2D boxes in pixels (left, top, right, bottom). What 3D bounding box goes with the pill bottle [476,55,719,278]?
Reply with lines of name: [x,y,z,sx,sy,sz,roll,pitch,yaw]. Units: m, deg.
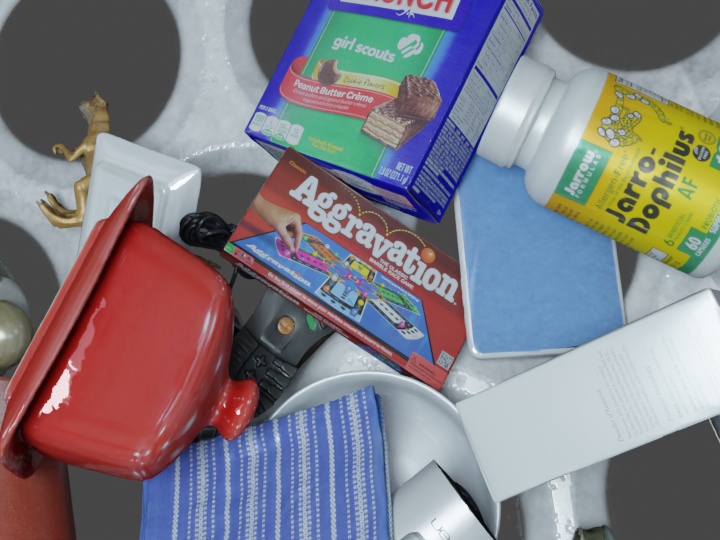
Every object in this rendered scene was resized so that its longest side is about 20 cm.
pill bottle: [0.195,-0.085,0.798,0.199,0.113,0.113,26,84,5]

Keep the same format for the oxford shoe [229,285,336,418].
oxford shoe: [-0.056,0.039,0.846,0.073,0.084,0.200,46,67,-1]

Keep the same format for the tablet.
tablet: [0.141,-0.031,0.848,0.129,0.014,0.201,-3,77,-4]

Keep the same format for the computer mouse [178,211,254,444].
computer mouse: [-0.130,0.056,0.847,0.044,0.110,0.201,16,90,27]

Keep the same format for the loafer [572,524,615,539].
loafer: [0.125,0.272,0.768,0.069,0.075,0.201,28,84,9]

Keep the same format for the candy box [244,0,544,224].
candy box: [0.027,-0.163,0.851,0.168,0.077,0.201,22,81,30]

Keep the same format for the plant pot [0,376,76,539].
plant pot: [-0.303,0.194,0.801,0.199,0.201,0.197,-10,69,7]

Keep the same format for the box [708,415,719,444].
box: [0.373,0.142,0.730,0.198,0.050,0.201,-30,72,27]

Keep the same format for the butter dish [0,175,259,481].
butter dish: [-0.139,0.068,0.711,0.147,0.200,0.200,26,71,-5]

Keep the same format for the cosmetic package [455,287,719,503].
cosmetic package: [0.181,0.089,0.752,0.199,0.113,0.082,-30,76,23]

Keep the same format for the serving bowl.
serving bowl: [0.010,0.180,0.810,0.199,0.066,0.202,-2,78,9]

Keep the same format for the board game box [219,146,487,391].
board game box: [0.000,0.000,0.821,0.199,0.019,0.103,33,66,-8]

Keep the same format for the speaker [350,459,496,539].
speaker: [0.001,0.222,0.728,0.200,0.081,0.081,-38,76,-1]

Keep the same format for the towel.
towel: [-0.073,0.168,0.744,0.199,0.024,0.145,-19,47,17]

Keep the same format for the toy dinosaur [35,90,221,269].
toy dinosaur: [-0.215,-0.067,0.898,0.106,0.060,0.201,-29,76,1]

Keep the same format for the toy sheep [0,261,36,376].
toy sheep: [-0.351,0.032,0.864,0.199,0.138,0.139,19,82,24]

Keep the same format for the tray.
tray: [-0.194,-0.002,0.852,0.107,0.022,0.201,21,107,23]
